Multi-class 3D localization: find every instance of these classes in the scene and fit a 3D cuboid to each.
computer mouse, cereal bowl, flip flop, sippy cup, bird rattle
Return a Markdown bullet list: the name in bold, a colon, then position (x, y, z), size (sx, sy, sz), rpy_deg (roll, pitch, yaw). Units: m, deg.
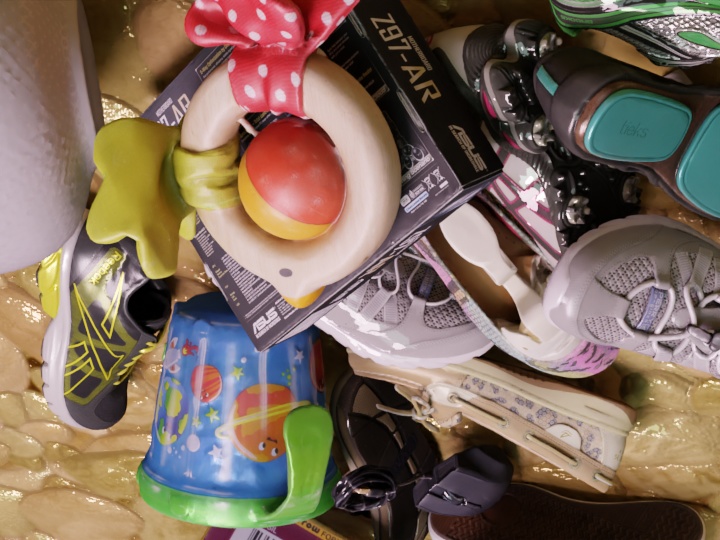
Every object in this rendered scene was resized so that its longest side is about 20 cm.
- **computer mouse**: position (0.047, 0.149, 1.149), size (0.059, 0.034, 0.199), rpy_deg (-42, 155, 28)
- **cereal bowl**: position (-0.190, -0.101, 0.947), size (0.082, 0.201, 0.201), rpy_deg (-8, 136, -4)
- **flip flop**: position (0.009, 0.142, 1.213), size (0.057, 0.081, 0.201), rpy_deg (13, 140, 33)
- **sippy cup**: position (-0.078, 0.085, 1.122), size (0.176, 0.139, 0.132), rpy_deg (8, 103, 24)
- **bird rattle**: position (-0.045, -0.073, 0.907), size (0.163, 0.113, 0.200), rpy_deg (43, 116, 4)

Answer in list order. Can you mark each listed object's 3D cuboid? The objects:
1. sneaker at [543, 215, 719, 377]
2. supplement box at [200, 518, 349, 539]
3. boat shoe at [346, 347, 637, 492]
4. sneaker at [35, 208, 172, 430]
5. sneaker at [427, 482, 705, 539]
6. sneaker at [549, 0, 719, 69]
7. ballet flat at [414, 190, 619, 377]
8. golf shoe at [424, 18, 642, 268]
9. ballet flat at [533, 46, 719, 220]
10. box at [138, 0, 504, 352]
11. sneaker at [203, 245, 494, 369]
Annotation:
- **sneaker**: position (0.198, 0.022, 0.958), size (0.198, 0.082, 0.075), rpy_deg (6, 114, -25)
- **supplement box**: position (-0.063, 0.240, 1.245), size (0.130, 0.104, 0.200), rpy_deg (29, 163, 4)
- **boat shoe**: position (0.082, 0.090, 1.118), size (0.198, 0.063, 0.073), rpy_deg (17, 180, 0)
- **sneaker**: position (-0.171, 0.044, 1.163), size (0.084, 0.075, 0.201), rpy_deg (12, 137, 10)
- **sneaker**: position (0.147, 0.209, 1.231), size (0.198, 0.073, 0.085), rpy_deg (5, 134, 11)
- **sneaker**: position (0.190, -0.141, 0.866), size (0.198, 0.078, 0.086), rpy_deg (17, 145, 14)
- **ballet flat**: position (0.085, 0.002, 1.020), size (0.069, 0.071, 0.200), rpy_deg (-45, 105, 4)
- **golf shoe**: position (0.100, -0.066, 0.980), size (0.088, 0.077, 0.201), rpy_deg (12, 144, 42)
- **ballet flat**: position (0.164, -0.081, 0.920), size (0.199, 0.068, 0.068), rpy_deg (19, 110, -47)
- **box**: position (-0.033, -0.068, 0.967), size (0.200, 0.043, 0.161), rpy_deg (-39, 80, 42)
- **sneaker**: position (0.000, 0.000, 1.063), size (0.198, 0.075, 0.082), rpy_deg (16, 134, -1)
